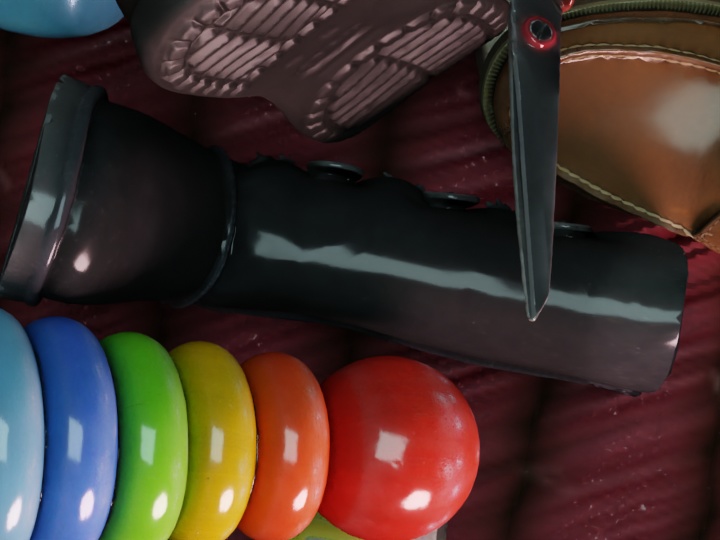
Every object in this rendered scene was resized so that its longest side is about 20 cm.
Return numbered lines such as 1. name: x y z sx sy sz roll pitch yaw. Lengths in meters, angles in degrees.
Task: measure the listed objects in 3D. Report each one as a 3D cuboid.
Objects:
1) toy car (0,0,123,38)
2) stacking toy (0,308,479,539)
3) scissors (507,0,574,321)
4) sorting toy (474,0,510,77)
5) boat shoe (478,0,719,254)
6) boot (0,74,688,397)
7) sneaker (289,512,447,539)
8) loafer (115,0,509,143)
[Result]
1. toy car: -0.085 -0.204 0.845 0.177 0.185 0.200 -14 42 -37
2. stacking toy: -0.061 0.046 0.770 0.200 0.085 0.086 1 86 -21
3. scissors: 0.044 -0.078 0.787 0.073 0.014 0.200 26 57 -11
4. sorting toy: 0.122 -0.175 0.883 0.198 0.070 0.200 -10 86 -5
5. boat shoe: 0.136 -0.033 0.850 0.200 0.068 0.072 13 114 -12
6. boot: 0.000 0.000 0.817 0.200 0.165 0.066 17 97 -3
7. sneaker: -0.031 0.120 0.848 0.090 0.078 0.200 18 85 1
8. loafer: -0.016 -0.089 0.789 0.073 0.200 0.071 -34 76 14
